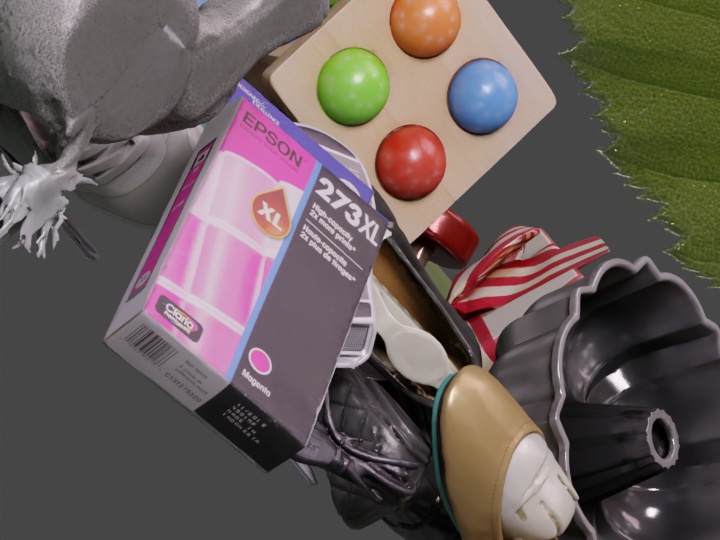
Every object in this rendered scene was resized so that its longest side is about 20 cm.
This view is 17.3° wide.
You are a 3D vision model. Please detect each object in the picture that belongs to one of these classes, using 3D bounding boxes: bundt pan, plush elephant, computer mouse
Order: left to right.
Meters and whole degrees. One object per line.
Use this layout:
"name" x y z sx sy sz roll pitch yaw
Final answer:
"plush elephant" -0.137 -0.110 0.978 0.155 0.200 0.165 24 -14 38
"computer mouse" -0.026 0.016 1.126 0.110 0.044 0.200 21 46 -26
"bundt pan" 0.134 0.096 1.290 0.202 0.076 0.202 19 65 -48

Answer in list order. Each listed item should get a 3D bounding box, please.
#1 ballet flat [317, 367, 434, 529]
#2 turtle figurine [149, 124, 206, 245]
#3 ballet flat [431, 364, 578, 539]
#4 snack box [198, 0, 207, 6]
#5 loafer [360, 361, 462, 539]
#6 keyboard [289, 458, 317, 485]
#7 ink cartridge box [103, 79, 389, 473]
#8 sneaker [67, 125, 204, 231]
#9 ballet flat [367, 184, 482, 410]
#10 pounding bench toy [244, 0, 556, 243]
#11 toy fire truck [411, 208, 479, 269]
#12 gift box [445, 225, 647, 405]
"ballet flat" -0.033 0.051 1.193 0.066 0.057 0.200 46 2 -45
"turtle figurine" -0.122 -0.095 1.280 0.200 0.101 0.150 44 -6 48
"ballet flat" 0.084 0.130 1.175 0.063 0.069 0.200 11 -47 29
"snack box" -0.102 -0.148 1.461 0.169 0.068 0.200 35 -11 -24
"loafer" 0.001 0.066 1.305 0.200 0.073 0.072 52 10 31
"keyboard" -0.062 0.044 1.238 0.056 0.011 0.200 47 6 -30
"ink cartridge box" -0.042 -0.010 1.068 0.095 0.037 0.200 40 38 -17
"sneaker" -0.145 -0.078 1.115 0.200 0.076 0.081 41 17 -27
"ballet flat" 0.000 0.000 1.220 0.200 0.068 0.068 45 7 -22
"pounding bench toy" -0.016 -0.133 1.300 0.200 0.124 0.156 51 -12 -23
"toy fire truck" -0.032 -0.023 1.584 0.168 0.112 0.200 20 -15 40
"gift box" 0.107 0.085 1.443 0.187 0.184 0.200 51 -1 -10
